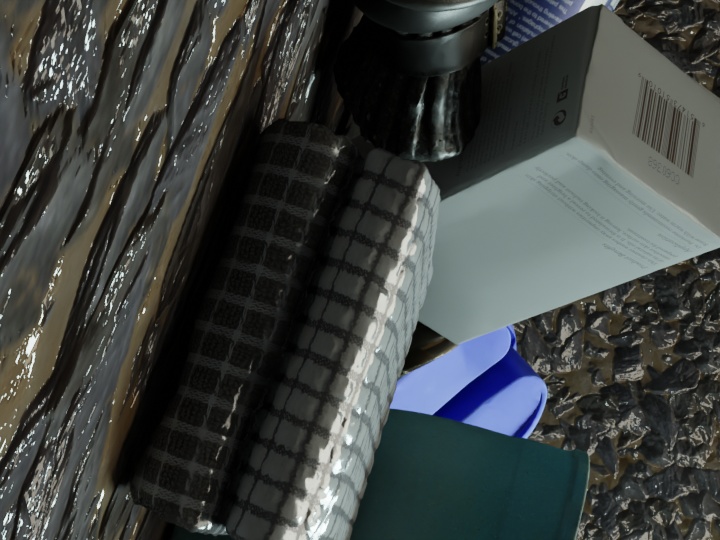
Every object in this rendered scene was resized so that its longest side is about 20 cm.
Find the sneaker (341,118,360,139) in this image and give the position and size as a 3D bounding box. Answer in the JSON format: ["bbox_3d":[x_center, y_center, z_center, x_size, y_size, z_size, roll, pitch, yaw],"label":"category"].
[{"bbox_3d":[0.041,-0.097,0.952,0.080,0.086,0.200,-61,169,-79],"label":"sneaker"}]

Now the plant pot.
[{"bbox_3d":[-0.002,0.159,0.855,0.200,0.188,0.200,19,90,-87],"label":"plant pot"}]

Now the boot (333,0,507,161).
[{"bbox_3d":[0.026,-0.110,0.705,0.211,0.079,0.158,-66,174,-56],"label":"boot"}]

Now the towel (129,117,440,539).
[{"bbox_3d":[-0.027,0.036,0.695,0.200,0.085,0.166,77,31,-81],"label":"towel"}]

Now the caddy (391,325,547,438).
[{"bbox_3d":[0.053,0.104,1.346,0.200,0.141,0.105,-40,-149,-7],"label":"caddy"}]

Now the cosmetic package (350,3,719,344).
[{"bbox_3d":[0.080,-0.040,0.829,0.200,0.113,0.081,-21,-134,47],"label":"cosmetic package"}]

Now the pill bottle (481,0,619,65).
[{"bbox_3d":[0.084,-0.147,1.026,0.200,0.111,0.111,-59,178,6],"label":"pill bottle"}]

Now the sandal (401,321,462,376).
[{"bbox_3d":[0.047,0.002,0.988,0.082,0.055,0.200,-30,-171,34],"label":"sandal"}]
